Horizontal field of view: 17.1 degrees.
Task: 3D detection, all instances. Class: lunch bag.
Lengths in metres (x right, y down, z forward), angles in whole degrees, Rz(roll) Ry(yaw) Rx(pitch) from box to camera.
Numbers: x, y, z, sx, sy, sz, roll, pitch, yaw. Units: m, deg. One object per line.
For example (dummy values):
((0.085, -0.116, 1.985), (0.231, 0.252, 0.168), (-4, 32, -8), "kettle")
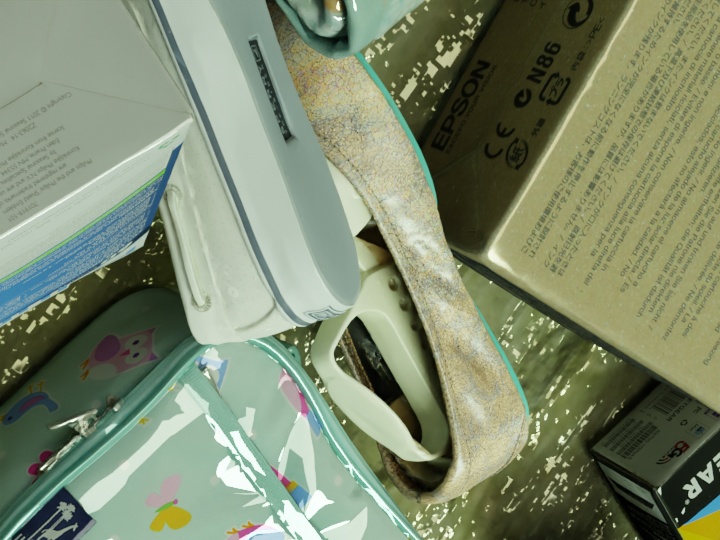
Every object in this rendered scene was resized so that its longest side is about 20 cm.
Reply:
((-0.059, 0.112, 0.877), (0.160, 0.077, 0.200), (-42, 123, -13), "lunch bag")

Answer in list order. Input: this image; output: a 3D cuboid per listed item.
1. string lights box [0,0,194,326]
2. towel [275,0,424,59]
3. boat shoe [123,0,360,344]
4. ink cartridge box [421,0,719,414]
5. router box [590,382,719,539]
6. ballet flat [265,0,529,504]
((-0.111, -0.019, 0.676), (0.103, 0.200, 0.059), (-32, 88, -12), "string lights box")
((0.011, -0.198, 0.814), (0.171, 0.048, 0.200), (-40, 124, -32), "towel")
((-0.073, -0.069, 0.811), (0.086, 0.075, 0.202), (-19, 96, 17), "boat shoe")
((0.130, -0.065, 0.938), (0.165, 0.075, 0.200), (32, 87, -36), "ink cartridge box")
((0.211, 0.069, 1.045), (0.200, 0.051, 0.149), (-42, 124, -13), "router box")
((0.000, 0.000, 0.864), (0.067, 0.068, 0.200), (-41, 110, -34), "ballet flat")
